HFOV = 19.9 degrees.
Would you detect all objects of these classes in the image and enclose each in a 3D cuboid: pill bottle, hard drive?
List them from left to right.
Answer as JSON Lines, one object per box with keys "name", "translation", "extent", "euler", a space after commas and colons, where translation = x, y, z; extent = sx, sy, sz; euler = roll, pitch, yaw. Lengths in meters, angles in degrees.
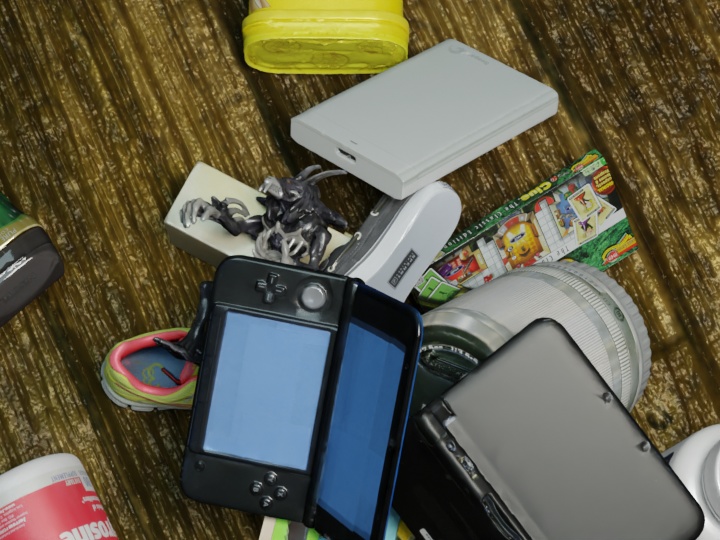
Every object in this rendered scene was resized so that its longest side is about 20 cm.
{"name": "pill bottle", "translation": [-0.242, 0.262, 1.684], "extent": [0.112, 0.112, 0.201], "euler": [-27, 77, -6]}
{"name": "hard drive", "translation": [0.056, -0.132, 1.750], "extent": [0.131, 0.026, 0.199], "euler": [31, 45, 33]}
{"name": "pill bottle", "translation": [0.282, 0.186, 1.640], "extent": [0.110, 0.200, 0.112], "euler": [4, 72, -12]}

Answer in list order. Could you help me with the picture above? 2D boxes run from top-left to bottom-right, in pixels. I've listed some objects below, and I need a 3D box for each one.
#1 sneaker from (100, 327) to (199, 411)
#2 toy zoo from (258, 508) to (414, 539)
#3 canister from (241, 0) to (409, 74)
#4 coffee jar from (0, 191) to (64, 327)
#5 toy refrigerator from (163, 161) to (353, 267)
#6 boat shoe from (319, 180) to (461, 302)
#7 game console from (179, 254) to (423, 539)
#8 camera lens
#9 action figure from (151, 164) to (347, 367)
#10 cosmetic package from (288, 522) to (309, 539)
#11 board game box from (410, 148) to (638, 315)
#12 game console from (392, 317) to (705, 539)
{"name": "sneaker", "translation": [-0.125, 0.085, 1.739], "extent": [0.198, 0.090, 0.079], "euler": [-4, 74, -2]}
{"name": "toy zoo", "translation": [0.017, 0.232, 1.623], "extent": [0.198, 0.021, 0.132], "euler": [10, 60, 8]}
{"name": "canister", "translation": [-0.031, -0.285, 1.833], "extent": [0.147, 0.087, 0.202], "euler": [0, 74, 1]}
{"name": "coffee jar", "translation": [-0.351, -0.045, 1.777], "extent": [0.104, 0.085, 0.200], "euler": [-40, 78, -11]}
{"name": "toy refrigerator", "translation": [-0.064, -0.017, 1.771], "extent": [0.199, 0.076, 0.070], "euler": [27, 77, 8]}
{"name": "boat shoe", "translation": [0.000, 0.000, 1.696], "extent": [0.066, 0.070, 0.201], "euler": [29, 79, 43]}
{"name": "game console", "translation": [-0.048, 0.105, 1.563], "extent": [0.169, 0.118, 0.202], "euler": [11, 97, 2]}
{"name": "camera lens", "translation": [0.124, 0.088, 1.655], "extent": [0.199, 0.160, 0.160], "euler": [-25, 72, -48]}
{"name": "action figure", "translation": [-0.086, -0.013, 1.671], "extent": [0.118, 0.102, 0.201], "euler": [17, 75, 41]}
{"name": "cosmetic package", "translation": [-0.028, 0.284, 1.696], "extent": [0.082, 0.051, 0.202], "euler": [15, 75, -18]}
{"name": "board game box", "translation": [0.138, -0.010, 1.759], "extent": [0.199, 0.105, 0.023], "euler": [-32, 36, -7]}
{"name": "game console", "translation": [0.126, 0.166, 1.545], "extent": [0.116, 0.176, 0.201], "euler": [-36, 88, -33]}
